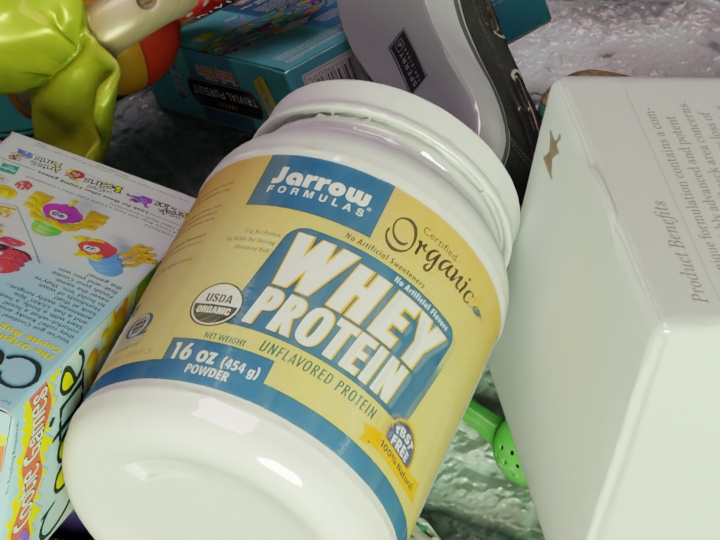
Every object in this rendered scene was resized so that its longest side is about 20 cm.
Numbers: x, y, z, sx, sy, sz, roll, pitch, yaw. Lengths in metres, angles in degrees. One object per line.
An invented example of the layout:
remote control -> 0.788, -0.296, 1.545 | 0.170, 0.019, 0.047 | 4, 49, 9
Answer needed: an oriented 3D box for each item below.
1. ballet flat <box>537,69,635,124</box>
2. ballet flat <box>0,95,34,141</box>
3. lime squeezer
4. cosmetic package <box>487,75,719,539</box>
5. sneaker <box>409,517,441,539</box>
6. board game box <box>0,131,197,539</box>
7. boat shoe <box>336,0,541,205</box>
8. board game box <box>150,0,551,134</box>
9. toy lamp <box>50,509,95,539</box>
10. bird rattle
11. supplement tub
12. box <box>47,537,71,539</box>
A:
ballet flat -> 0.169, -0.053, 1.225 | 0.199, 0.071, 0.071 | 16, 33, -29
ballet flat -> -0.153, -0.130, 1.433 | 0.199, 0.070, 0.069 | -27, 45, -21
lime squeezer -> 0.107, 0.080, 1.179 | 0.199, 0.038, 0.071 | 5, 13, 17
cosmetic package -> 0.178, 0.030, 1.078 | 0.199, 0.167, 0.168 | 0, 40, -14
sneaker -> 0.013, 0.122, 1.114 | 0.199, 0.071, 0.094 | 12, 52, 26
board game box -> -0.154, 0.039, 1.077 | 0.104, 0.104, 0.200 | 20, 30, 12
boat shoe -> 0.038, -0.108, 1.215 | 0.056, 0.069, 0.201 | 15, 44, -36
board game box -> -0.014, -0.128, 1.353 | 0.150, 0.047, 0.200 | -30, 21, -20
toy lamp -> -0.122, 0.069, 1.199 | 0.058, 0.058, 0.200 | -8, 35, 2
bird rattle -> -0.118, -0.135, 1.295 | 0.200, 0.113, 0.163 | -43, 9, -17
supplement tub -> -0.023, 0.033, 1.057 | 0.144, 0.145, 0.201 | 11, 52, 21
box -> -0.151, 0.171, 0.998 | 0.192, 0.048, 0.200 | 11, 25, -15
